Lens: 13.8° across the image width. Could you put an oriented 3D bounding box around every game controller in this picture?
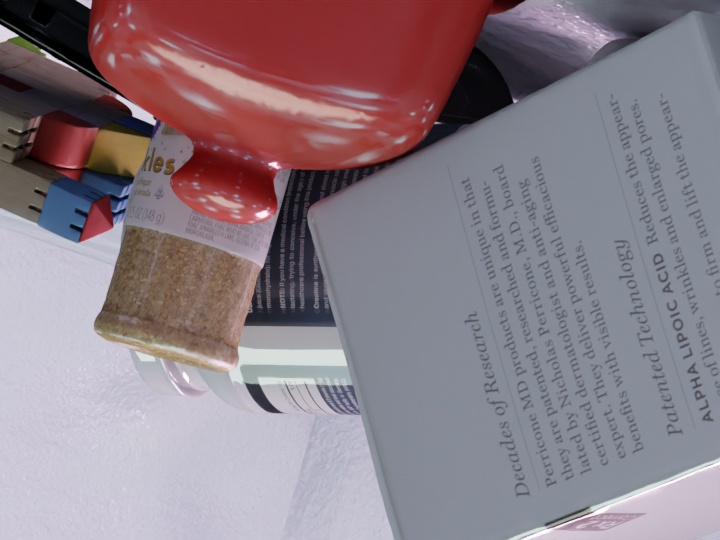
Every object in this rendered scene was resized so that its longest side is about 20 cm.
[{"bbox_3d":[-0.162,-0.124,1.621,0.200,0.042,0.104,31,172,-6],"label":"game controller"}]

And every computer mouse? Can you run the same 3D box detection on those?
[{"bbox_3d":[0.004,-0.098,1.457,0.138,0.053,0.200,4,179,42],"label":"computer mouse"}]

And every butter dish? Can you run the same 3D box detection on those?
[{"bbox_3d":[-0.037,-0.091,1.190,0.199,0.148,0.200,16,175,-7],"label":"butter dish"}]

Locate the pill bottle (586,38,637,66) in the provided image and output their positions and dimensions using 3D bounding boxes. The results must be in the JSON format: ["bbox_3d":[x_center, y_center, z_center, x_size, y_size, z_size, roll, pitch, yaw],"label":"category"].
[{"bbox_3d":[0.194,-0.032,1.329,0.200,0.111,0.111,14,175,20],"label":"pill bottle"}]

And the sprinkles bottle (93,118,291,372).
[{"bbox_3d":[-0.061,-0.058,1.325,0.068,0.200,0.068,15,175,1],"label":"sprinkles bottle"}]

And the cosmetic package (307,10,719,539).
[{"bbox_3d":[0.119,0.016,1.191,0.200,0.165,0.165,-26,162,34],"label":"cosmetic package"}]

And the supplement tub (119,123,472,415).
[{"bbox_3d":[0.000,0.000,1.411,0.200,0.140,0.140,1,171,17],"label":"supplement tub"}]

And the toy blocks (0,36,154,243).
[{"bbox_3d":[-0.173,-0.072,1.650,0.137,0.100,0.200,23,-165,10],"label":"toy blocks"}]
